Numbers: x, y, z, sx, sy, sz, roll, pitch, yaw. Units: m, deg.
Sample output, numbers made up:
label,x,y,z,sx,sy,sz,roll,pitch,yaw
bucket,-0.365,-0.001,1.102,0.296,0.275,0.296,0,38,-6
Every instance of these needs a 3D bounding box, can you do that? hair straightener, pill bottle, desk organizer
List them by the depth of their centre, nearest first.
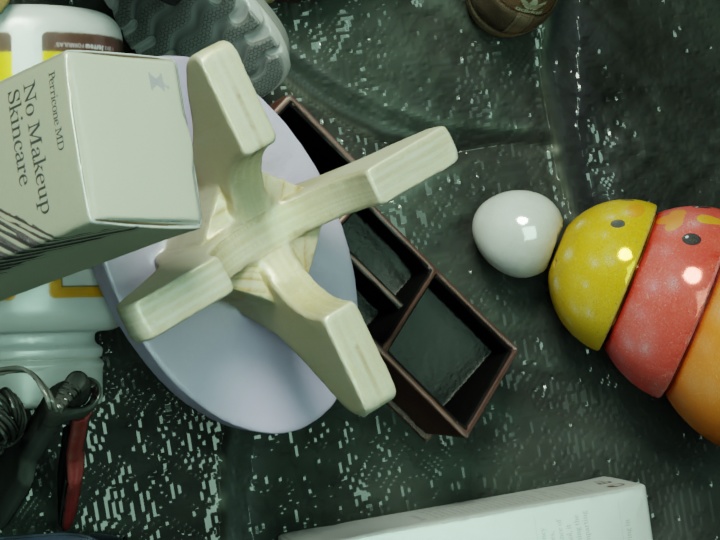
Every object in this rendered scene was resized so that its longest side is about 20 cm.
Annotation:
label,x,y,z,sx,sy,sz,roll,pitch,yaw
hair straightener,-0.171,0.088,1.088,0.077,0.200,0.041,1,71,-12
pill bottle,-0.173,-0.031,1.134,0.109,0.109,0.201,-1,89,-15
desk organizer,0.000,0.000,1.197,0.200,0.077,0.072,45,78,-9

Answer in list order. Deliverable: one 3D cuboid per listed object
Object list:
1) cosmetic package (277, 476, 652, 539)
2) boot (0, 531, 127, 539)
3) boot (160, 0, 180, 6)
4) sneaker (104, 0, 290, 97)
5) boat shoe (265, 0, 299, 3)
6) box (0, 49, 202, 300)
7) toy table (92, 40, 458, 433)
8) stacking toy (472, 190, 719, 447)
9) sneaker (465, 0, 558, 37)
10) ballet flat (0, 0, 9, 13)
label,x,y,z,sx,sy,sz,roll,pitch,yaw
cosmetic package,0.061,0.178,1.210,0.199,0.074,0.102,-7,90,-13
boot,-0.117,0.171,1.142,0.199,0.075,0.097,-11,83,6
boot,-0.134,-0.237,1.120,0.164,0.066,0.200,23,43,-13
sneaker,-0.108,-0.175,1.173,0.200,0.075,0.082,44,35,-9
boat shoe,-0.013,-0.225,1.167,0.072,0.072,0.201,2,128,-23
box,-0.166,-0.033,1.008,0.068,0.200,0.083,1,75,-47
toy table,-0.050,-0.015,1.071,0.184,0.117,0.200,-42,106,-20
stacking toy,0.155,0.009,1.228,0.199,0.146,0.147,21,82,2
sneaker,0.104,-0.232,1.236,0.070,0.076,0.201,6,86,-15
ballet flat,-0.211,-0.216,1.094,0.068,0.063,0.201,-14,65,4
